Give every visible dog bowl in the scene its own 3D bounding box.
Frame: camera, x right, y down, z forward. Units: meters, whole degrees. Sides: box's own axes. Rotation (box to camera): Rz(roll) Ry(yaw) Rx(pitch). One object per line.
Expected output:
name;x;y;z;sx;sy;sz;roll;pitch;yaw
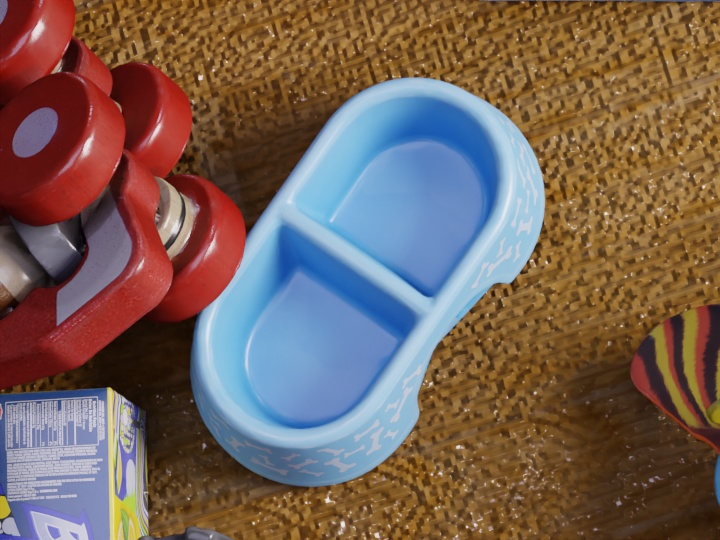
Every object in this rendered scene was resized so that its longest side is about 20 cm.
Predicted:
dog bowl;0.000;0.000;1.050;0.111;0.050;0.201;34;83;13

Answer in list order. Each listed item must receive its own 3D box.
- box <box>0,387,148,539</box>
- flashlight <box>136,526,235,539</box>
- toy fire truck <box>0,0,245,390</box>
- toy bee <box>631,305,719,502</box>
box;-0.129;0.157;1.029;0.064;0.070;0.202;-4;77;8
flashlight;-0.062;0.142;0.956;0.068;0.200;0.068;34;84;15
toy fire truck;-0.157;-0.024;1.036;0.168;0.112;0.201;-38;46;12
toy bee;0.209;0.073;0.974;0.200;0.131;0.109;44;111;15
